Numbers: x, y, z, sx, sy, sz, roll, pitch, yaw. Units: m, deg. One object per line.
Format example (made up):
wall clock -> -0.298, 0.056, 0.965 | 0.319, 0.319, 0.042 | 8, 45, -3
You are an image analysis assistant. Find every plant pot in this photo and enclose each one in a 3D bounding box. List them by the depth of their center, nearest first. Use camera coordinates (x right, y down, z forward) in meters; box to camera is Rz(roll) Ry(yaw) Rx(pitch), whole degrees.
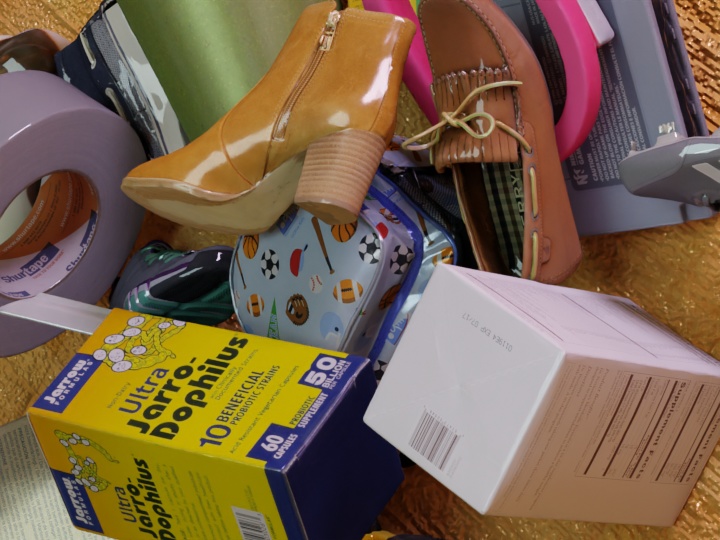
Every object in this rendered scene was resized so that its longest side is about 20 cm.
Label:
plant pot -> -0.088, -0.187, 1.726 | 0.200, 0.200, 0.190 | -24, 81, 35

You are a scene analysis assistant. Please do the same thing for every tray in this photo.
tray -> -0.140, 0.045, 1.681 | 0.200, 0.107, 0.022 | 13, 87, 18

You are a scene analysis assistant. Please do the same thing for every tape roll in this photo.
tape roll -> -0.245, -0.040, 1.743 | 0.066, 0.200, 0.201 | 34, 105, 31

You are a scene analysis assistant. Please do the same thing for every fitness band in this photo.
fitness band -> 0.077, -0.155, 1.540 | 0.144, 0.037, 0.200 | -33, 87, 41

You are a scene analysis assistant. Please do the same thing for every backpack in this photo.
backpack -> 0.000, 0.000, 1.636 | 0.200, 0.154, 0.191 | -61, 42, 20

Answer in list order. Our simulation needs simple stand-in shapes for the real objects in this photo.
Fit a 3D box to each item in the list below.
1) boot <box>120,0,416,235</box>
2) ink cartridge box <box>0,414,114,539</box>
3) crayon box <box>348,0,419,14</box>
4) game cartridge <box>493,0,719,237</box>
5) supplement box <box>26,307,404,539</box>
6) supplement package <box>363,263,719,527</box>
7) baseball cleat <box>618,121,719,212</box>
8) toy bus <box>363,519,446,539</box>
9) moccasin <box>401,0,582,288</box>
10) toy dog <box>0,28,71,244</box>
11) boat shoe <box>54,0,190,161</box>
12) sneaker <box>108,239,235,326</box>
boot -> -0.056, -0.101, 1.572 | 0.201, 0.071, 0.144 | 1, 67, 38
ink cartridge box -> -0.203, 0.199, 1.783 | 0.164, 0.075, 0.200 | -22, 66, 9
crayon box -> 0.082, -0.210, 1.648 | 0.200, 0.058, 0.119 | -9, 78, 39
game cartridge -> 0.145, -0.122, 1.550 | 0.133, 0.042, 0.200 | -6, 106, 43
supplement box -> -0.091, 0.111, 1.556 | 0.200, 0.109, 0.110 | 10, 134, 31
supplement package -> 0.121, 0.078, 1.478 | 0.114, 0.200, 0.110 | 36, 107, 38
baseball cleat -> 0.249, -0.038, 1.451 | 0.200, 0.070, 0.107 | -5, 81, 25
toy bus -> -0.038, 0.226, 1.599 | 0.200, 0.192, 0.136 | 13, 90, 39
moccasin -> 0.075, -0.077, 1.503 | 0.074, 0.078, 0.202 | 1, 111, 40
toy dog -> -0.274, -0.090, 1.884 | 0.194, 0.139, 0.200 | 27, 99, 38
boat shoe -> -0.152, -0.105, 1.811 | 0.093, 0.075, 0.200 | -33, 77, 38
sneaker -> -0.142, 0.005, 1.773 | 0.200, 0.074, 0.088 | -37, 50, 53
